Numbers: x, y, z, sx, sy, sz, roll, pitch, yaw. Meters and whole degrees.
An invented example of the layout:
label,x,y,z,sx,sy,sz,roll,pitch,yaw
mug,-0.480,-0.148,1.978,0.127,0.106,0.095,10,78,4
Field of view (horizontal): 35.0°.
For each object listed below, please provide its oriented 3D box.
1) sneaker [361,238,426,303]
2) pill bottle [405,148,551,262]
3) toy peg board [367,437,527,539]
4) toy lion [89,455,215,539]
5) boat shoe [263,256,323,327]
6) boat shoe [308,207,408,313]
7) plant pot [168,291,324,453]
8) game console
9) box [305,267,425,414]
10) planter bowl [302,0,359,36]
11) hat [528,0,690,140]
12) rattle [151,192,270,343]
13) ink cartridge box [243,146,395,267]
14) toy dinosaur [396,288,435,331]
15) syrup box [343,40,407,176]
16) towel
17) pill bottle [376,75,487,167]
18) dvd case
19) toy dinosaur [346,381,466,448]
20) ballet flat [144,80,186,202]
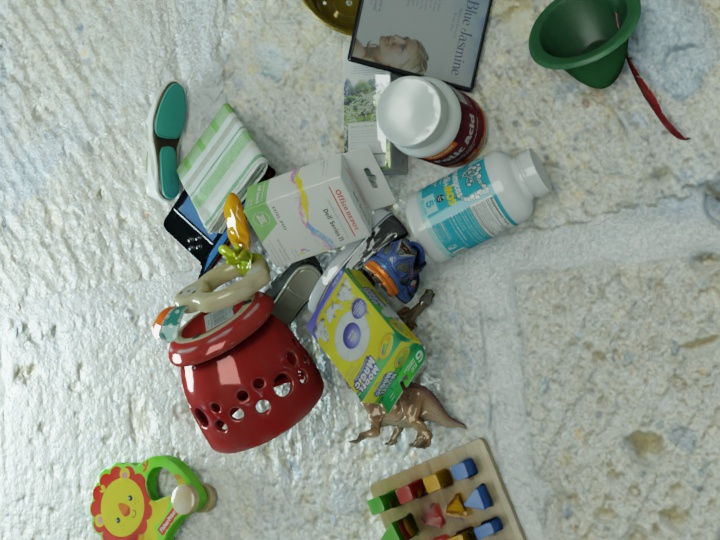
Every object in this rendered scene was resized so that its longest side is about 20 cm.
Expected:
label,x,y,z,sx,sy,sz,roll,pitch,yaw
sneaker,0.064,-0.004,1.644,0.078,0.200,0.075,-43,83,6
pill bottle,0.172,-0.100,1.646,0.199,0.111,0.111,-27,78,19
toy peg board,0.120,0.377,1.662,0.198,0.098,0.201,-26,79,20
toy lion,-0.359,0.386,1.890,0.192,0.069,0.201,42,104,26
boat shoe,-0.129,0.055,1.807,0.067,0.057,0.200,38,110,-17
boat shoe,0.000,0.000,1.744,0.066,0.070,0.200,41,96,20
plant pot,-0.181,0.146,1.710,0.199,0.201,0.183,-23,109,21
game console,-0.234,-0.102,1.814,0.172,0.119,0.200,40,103,19
box,0.008,0.103,1.654,0.200,0.048,0.118,48,116,37
planter bowl,-0.011,-0.424,1.727,0.199,0.083,0.202,4,72,-12
hat,0.350,-0.284,1.627,0.165,0.176,0.201,-19,44,23
rattle,-0.241,0.002,1.677,0.199,0.143,0.131,-22,39,0
ink cartridge box,-0.057,-0.094,1.682,0.199,0.068,0.118,-19,124,16
toy dinosaur,0.032,0.095,1.729,0.199,0.106,0.061,-24,110,17
syrup box,0.023,-0.247,1.729,0.078,0.081,0.202,-1,88,22
towel,-0.217,-0.162,1.797,0.149,0.031,0.200,-50,39,14
pill bottle,0.103,-0.213,1.629,0.113,0.200,0.115,-1,89,23
dvd case,0.088,-0.354,1.673,0.199,0.018,0.144,11,93,-18
toy dinosaur,0.057,0.195,1.705,0.198,0.086,0.137,2,82,17
ballet flat,-0.333,-0.214,1.894,0.069,0.069,0.202,3,90,23
